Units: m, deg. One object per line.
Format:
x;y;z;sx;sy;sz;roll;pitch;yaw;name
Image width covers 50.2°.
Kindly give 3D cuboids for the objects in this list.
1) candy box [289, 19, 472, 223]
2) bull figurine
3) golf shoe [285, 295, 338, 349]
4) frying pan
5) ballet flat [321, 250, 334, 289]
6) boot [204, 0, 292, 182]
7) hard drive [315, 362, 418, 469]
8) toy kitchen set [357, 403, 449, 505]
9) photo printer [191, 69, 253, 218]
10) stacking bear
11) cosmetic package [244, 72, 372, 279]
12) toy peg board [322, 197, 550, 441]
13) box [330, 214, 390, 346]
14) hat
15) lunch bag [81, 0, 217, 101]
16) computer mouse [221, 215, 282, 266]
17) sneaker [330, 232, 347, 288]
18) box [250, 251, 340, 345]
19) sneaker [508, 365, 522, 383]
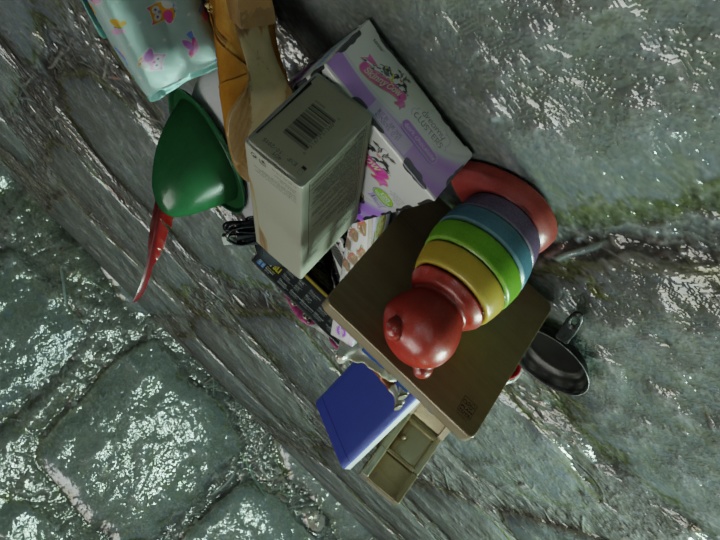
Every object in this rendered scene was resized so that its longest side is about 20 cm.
-0.004;-0.143;0.807;0.168;0.072;0.199;49;158;-16;candy box
0.058;0.132;1.092;0.065;0.197;0.123;-47;54;41;bull figurine
-0.057;0.077;1.322;0.200;0.075;0.092;46;179;12;golf shoe
0.220;0.081;0.906;0.114;0.031;0.192;26;150;35;frying pan
-0.056;-0.050;1.092;0.066;0.057;0.201;13;144;50;ballet flat
-0.117;-0.208;0.786;0.144;0.069;0.205;-125;32;-55;boot
0.015;0.203;1.234;0.025;0.200;0.133;18;-147;-44;hard drive
0.064;0.235;1.230;0.162;0.201;0.181;38;159;5;toy kitchen set
-0.141;-0.160;0.970;0.202;0.069;0.166;60;155;-9;photo printer
0.095;0.008;0.747;0.113;0.201;0.122;14;147;48;stacking bear
-0.052;-0.085;0.761;0.071;0.105;0.201;38;157;12;cosmetic package
0.073;0.054;0.841;0.200;0.200;0.098;42;146;-1;toy peg board
0.000;0.000;0.983;0.038;0.041;0.203;25;121;25;box
-0.254;-0.098;0.958;0.202;0.175;0.165;59;158;-7;hat
-0.248;-0.317;0.828;0.201;0.121;0.171;57;172;29;lunch bag
-0.100;-0.034;0.990;0.200;0.135;0.054;131;132;-85;computer mouse
-0.012;0.000;1.065;0.089;0.067;0.201;-19;124;29;sneaker
-0.071;0.027;1.181;0.200;0.049;0.160;44;-174;-3;box
0.120;0.098;1.023;0.199;0.068;0.108;27;160;-12;sneaker
